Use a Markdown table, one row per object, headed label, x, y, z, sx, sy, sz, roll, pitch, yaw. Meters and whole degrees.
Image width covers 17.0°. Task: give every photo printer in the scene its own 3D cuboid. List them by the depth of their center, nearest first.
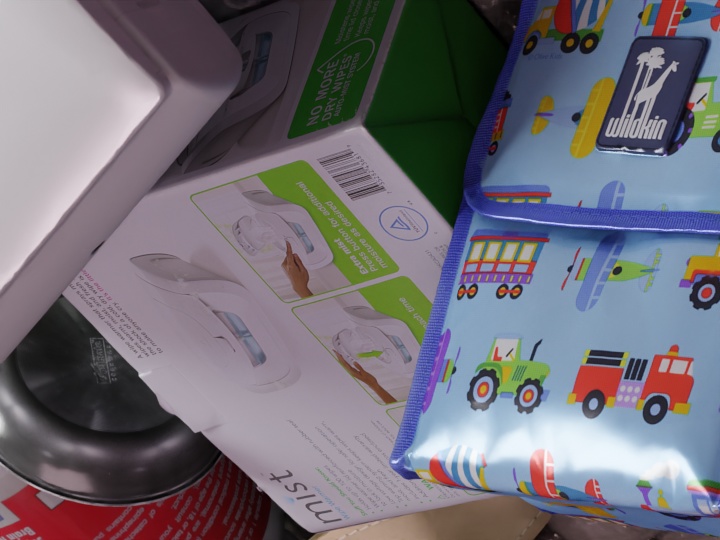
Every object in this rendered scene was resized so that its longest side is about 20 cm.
| label | x | y | z | sx | sy | sz | roll | pitch | yaw |
| --- | --- | --- | --- | --- | --- | --- | --- | --- | --- |
| photo printer | -0.157 | -0.058 | 0.857 | 0.167 | 0.069 | 0.200 | 48 | 120 | 7 |

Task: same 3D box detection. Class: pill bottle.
| label | x | y | z | sx | sy | sz | roll | pitch | yaw |
| --- | --- | --- | --- | --- | --- | --- | --- | --- | --- |
| pill bottle | -0.107 | 0.106 | 1.089 | 0.112 | 0.113 | 0.200 | -17 | 130 | 37 |

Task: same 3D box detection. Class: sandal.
| label | x | y | z | sx | sy | sz | roll | pitch | yaw |
| --- | --- | --- | --- | --- | --- | --- | --- | --- | --- |
| sandal | 0.038 | 0.100 | 1.068 | 0.078 | 0.070 | 0.212 | 41 | 115 | -17 |

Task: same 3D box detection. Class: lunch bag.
| label | x | y | z | sx | sy | sz | roll | pitch | yaw |
| --- | --- | --- | --- | --- | --- | --- | --- | --- | --- |
| lunch bag | 0.109 | -0.017 | 0.796 | 0.094 | 0.201 | 0.150 | 18 | 169 | -42 |

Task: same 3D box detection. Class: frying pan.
| label | x | y | z | sx | sy | sz | roll | pitch | yaw |
| --- | --- | --- | --- | --- | --- | --- | --- | --- | --- |
| frying pan | -0.141 | 0.034 | 0.983 | 0.189 | 0.115 | 0.031 | 19 | 134 | -3 |

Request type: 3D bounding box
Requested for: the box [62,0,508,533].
| label | x | y | z | sx | sy | sz | roll | pitch | yaw |
| --- | --- | --- | --- | --- | --- | --- | --- | --- | --- |
| box | 0.000 | 0.000 | 0.929 | 0.176 | 0.097 | 0.200 | -16 | 131 | 37 |
